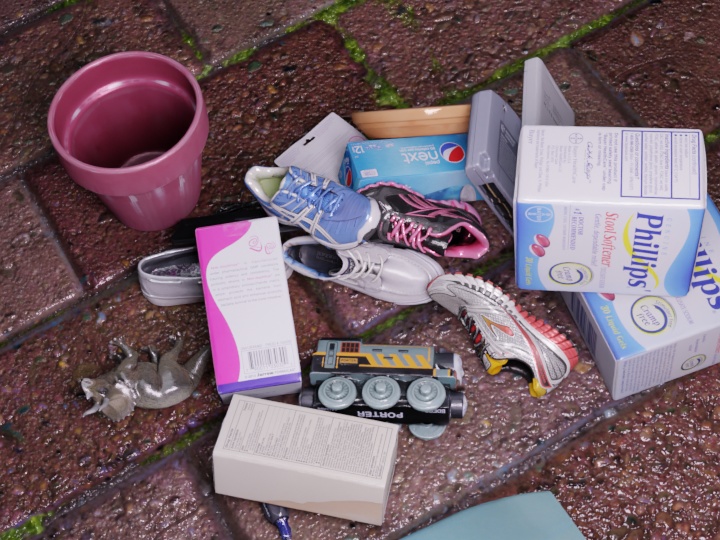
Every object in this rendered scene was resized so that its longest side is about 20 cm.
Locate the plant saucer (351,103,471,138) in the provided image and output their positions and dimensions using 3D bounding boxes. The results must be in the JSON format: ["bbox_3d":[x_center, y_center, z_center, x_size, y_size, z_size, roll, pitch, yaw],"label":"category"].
[{"bbox_3d":[0.088,-0.195,1.737,0.198,0.200,0.038,-3,98,4],"label":"plant saucer"}]

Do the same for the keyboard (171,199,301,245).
[{"bbox_3d":[-0.141,-0.065,1.720,0.198,0.021,0.127,-6,25,11],"label":"keyboard"}]

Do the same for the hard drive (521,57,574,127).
[{"bbox_3d":[0.240,-0.154,1.704,0.026,0.132,0.201,-12,54,27],"label":"hard drive"}]

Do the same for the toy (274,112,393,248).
[{"bbox_3d":[-0.004,-0.108,1.751,0.200,0.047,0.115,39,63,20],"label":"toy"}]

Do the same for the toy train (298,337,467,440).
[{"bbox_3d":[0.028,0.135,1.578,0.198,0.086,0.115,0,48,6],"label":"toy train"}]

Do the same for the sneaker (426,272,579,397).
[{"bbox_3d":[0.161,0.074,1.588,0.199,0.078,0.082,35,74,12],"label":"sneaker"}]

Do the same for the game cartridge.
[{"bbox_3d":[0.187,-0.126,1.659,0.040,0.200,0.134,-8,54,30],"label":"game cartridge"}]

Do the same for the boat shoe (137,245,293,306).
[{"bbox_3d":[-0.186,-0.006,1.694,0.198,0.069,0.073,-4,57,4],"label":"boat shoe"}]

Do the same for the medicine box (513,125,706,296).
[{"bbox_3d":[0.274,-0.064,1.481,0.198,0.183,0.104,3,58,9],"label":"medicine box"}]

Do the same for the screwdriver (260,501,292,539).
[{"bbox_3d":[-0.078,0.318,1.503,0.029,0.028,0.201,-36,56,20],"label":"screwdriver"}]

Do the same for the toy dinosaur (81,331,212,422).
[{"bbox_3d":[-0.254,0.133,1.622,0.198,0.077,0.103,-3,61,-28],"label":"toy dinosaur"}]

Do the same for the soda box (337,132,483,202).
[{"bbox_3d":[0.077,-0.127,1.705,0.198,0.068,0.065,-6,56,-18],"label":"soda box"}]

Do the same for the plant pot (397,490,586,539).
[{"bbox_3d":[0.141,0.331,1.408,0.199,0.142,0.142,-25,58,-18],"label":"plant pot"}]

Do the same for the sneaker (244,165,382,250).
[{"bbox_3d":[-0.061,-0.079,1.594,0.199,0.077,0.076,15,76,38],"label":"sneaker"}]

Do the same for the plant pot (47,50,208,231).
[{"bbox_3d":[-0.286,-0.154,1.733,0.198,0.179,0.201,-3,57,5],"label":"plant pot"}]

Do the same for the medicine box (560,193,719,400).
[{"bbox_3d":[0.357,0.027,1.593,0.199,0.103,0.183,-19,58,-5],"label":"medicine box"}]

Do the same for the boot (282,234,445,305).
[{"bbox_3d":[0.000,0.000,1.643,0.198,0.095,0.074,12,97,20],"label":"boot"}]

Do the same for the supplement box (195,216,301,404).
[{"bbox_3d":[-0.133,0.049,1.597,0.100,0.103,0.202,-8,78,-5],"label":"supplement box"}]

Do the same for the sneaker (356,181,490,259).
[{"bbox_3d":[0.073,-0.052,1.639,0.198,0.080,0.096,6,26,-21],"label":"sneaker"}]

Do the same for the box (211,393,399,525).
[{"bbox_3d":[-0.062,0.215,1.516,0.198,0.078,0.095,11,45,8],"label":"box"}]
